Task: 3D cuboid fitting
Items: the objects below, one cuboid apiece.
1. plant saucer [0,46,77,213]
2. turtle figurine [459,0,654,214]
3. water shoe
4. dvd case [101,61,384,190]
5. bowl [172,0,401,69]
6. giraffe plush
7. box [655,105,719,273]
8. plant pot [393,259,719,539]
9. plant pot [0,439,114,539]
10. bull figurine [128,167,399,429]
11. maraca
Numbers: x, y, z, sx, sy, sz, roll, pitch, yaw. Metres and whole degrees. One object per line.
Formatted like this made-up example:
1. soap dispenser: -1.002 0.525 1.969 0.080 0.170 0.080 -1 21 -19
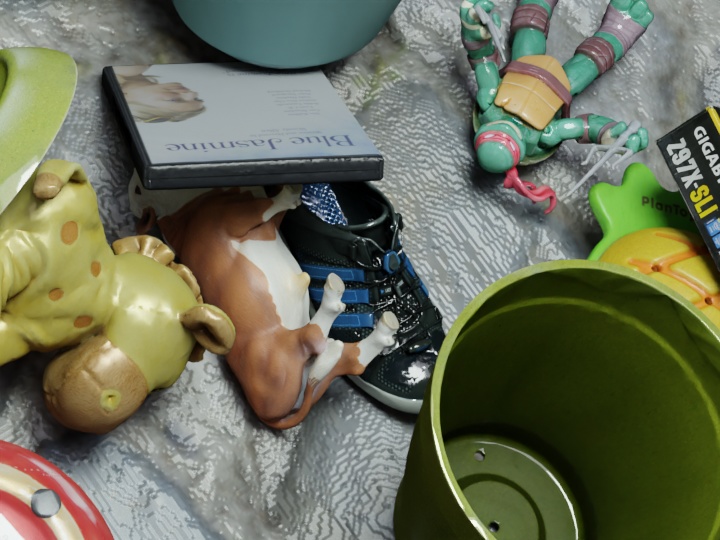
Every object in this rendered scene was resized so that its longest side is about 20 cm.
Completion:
1. plant saucer: -0.244 -0.059 1.285 0.031 0.200 0.200 43 57 -26
2. turtle figurine: 0.118 -0.125 1.487 0.150 0.101 0.200 37 47 -8
3. water shoe: 0.000 0.000 1.401 0.071 0.079 0.200 -30 78 -27
4. dvd case: -0.077 -0.092 1.371 0.142 0.018 0.200 -3 23 -13
5. bowl: -0.048 -0.206 1.447 0.200 0.105 0.201 5 44 -5
6. giraffe plush: -0.169 0.022 1.295 0.162 0.173 0.200 39 95 -22
7. box: 0.279 -0.018 1.455 0.200 0.049 0.160 7 54 -60
8. plant pot: 0.106 0.124 1.313 0.199 0.193 0.201 7 64 -15
9. plant pot: -0.224 0.190 1.185 0.199 0.183 0.201 7 62 -13
10. bull figurine: -0.064 -0.005 1.373 0.065 0.121 0.201 -17 78 -57
11. maraca: 0.199 0.022 1.440 0.137 0.107 0.201 15 59 -20
